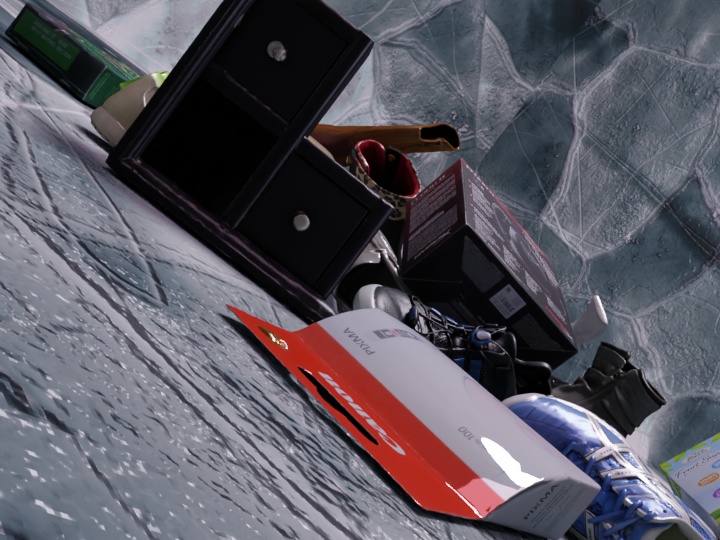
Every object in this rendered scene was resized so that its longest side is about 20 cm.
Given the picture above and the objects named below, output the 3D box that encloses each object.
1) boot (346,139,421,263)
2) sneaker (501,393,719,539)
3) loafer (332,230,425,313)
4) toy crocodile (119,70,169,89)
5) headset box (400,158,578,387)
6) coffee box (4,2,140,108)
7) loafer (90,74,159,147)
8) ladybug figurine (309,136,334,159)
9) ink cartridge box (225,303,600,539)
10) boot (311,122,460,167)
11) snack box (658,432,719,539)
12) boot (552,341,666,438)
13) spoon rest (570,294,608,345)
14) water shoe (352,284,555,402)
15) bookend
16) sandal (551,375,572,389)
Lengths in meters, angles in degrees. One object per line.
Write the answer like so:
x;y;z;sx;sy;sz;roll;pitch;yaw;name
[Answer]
-0.002;-0.073;1.035;0.072;0.152;0.201;-8;45;-24;boot
0.171;0.152;0.638;0.199;0.076;0.077;37;-1;12;sneaker
0.000;0.000;0.813;0.200;0.070;0.070;48;5;22;loafer
-0.184;-0.156;0.918;0.200;0.061;0.068;-109;-177;-77;toy crocodile
0.112;-0.003;0.865;0.149;0.077;0.200;47;18;-15;headset box
-0.267;-0.199;1.009;0.123;0.044;0.200;39;4;17;coffee box
-0.123;-0.085;0.786;0.199;0.069;0.076;36;4;-27;loafer
-0.087;-0.114;0.911;0.135;0.072;0.200;40;5;10;ladybug figurine
0.037;0.074;0.537;0.162;0.057;0.200;41;0;33;ink cartridge box
-0.013;-0.138;1.077;0.198;0.069;0.188;3;0;36;boot
0.307;0.226;0.698;0.170;0.067;0.200;62;4;-1;snack box
0.211;0.124;0.948;0.068;0.131;0.200;35;4;-29;boot
0.164;0.069;1.044;0.061;0.198;0.100;91;-7;-52;spoon rest
0.074;0.056;0.717;0.200;0.078;0.072;35;38;-41;water shoe
-0.040;-0.095;0.697;0.199;0.199;0.092;38;3;-5;bookend
0.220;0.160;1.111;0.200;0.075;0.048;41;-12;43;sandal
